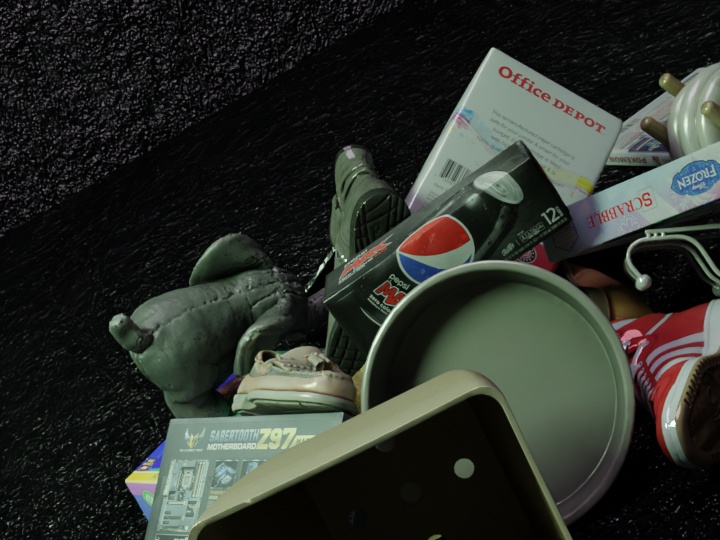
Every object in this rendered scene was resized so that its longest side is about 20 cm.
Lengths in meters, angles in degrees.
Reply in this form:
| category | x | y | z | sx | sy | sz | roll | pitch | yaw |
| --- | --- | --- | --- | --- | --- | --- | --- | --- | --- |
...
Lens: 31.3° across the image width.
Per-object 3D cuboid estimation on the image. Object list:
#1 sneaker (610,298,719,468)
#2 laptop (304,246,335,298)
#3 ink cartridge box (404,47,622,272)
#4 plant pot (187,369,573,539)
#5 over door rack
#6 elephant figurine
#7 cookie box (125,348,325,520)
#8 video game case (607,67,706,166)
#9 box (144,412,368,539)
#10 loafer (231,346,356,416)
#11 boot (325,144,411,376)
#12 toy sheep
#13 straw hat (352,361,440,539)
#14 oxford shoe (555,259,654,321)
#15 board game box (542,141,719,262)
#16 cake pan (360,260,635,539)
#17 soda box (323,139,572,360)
| category | x | y | z | sx | sy | sz | roll | pitch | yaw |
| --- | --- | --- | --- | --- | --- | --- | --- | --- | --- |
| sneaker | 0.216 | 0.086 | 0.941 | 0.112 | 0.072 | 0.200 | -12 | 17 | 30 |
| laptop | -0.045 | -0.003 | 1.360 | 0.201 | 0.103 | 0.177 | -56 | -23 | 12 |
| ink cartridge box | 0.125 | -0.069 | 1.197 | 0.201 | 0.144 | 0.145 | -60 | 0 | -21 |
| plant pot | 0.032 | 0.174 | 0.815 | 0.198 | 0.201 | 0.177 | -26 | 10 | 6 |
| over door rack | 0.310 | -0.020 | 1.018 | 0.198 | 0.067 | 0.148 | -17 | -5 | 9 |
| elephant figurine | -0.110 | 0.038 | 1.181 | 0.199 | 0.142 | 0.155 | -33 | 14 | -3 |
| cookie box | -0.089 | 0.159 | 1.182 | 0.170 | 0.076 | 0.200 | -7 | 29 | 44 |
| video game case | 0.381 | -0.176 | 1.456 | 0.199 | 0.023 | 0.182 | -35 | 20 | -20 |
| box | -0.083 | 0.193 | 0.991 | 0.199 | 0.051 | 0.159 | -8 | 64 | 40 |
| loafer | -0.056 | 0.086 | 1.035 | 0.200 | 0.071 | 0.064 | 159 | 125 | -66 |
| boot | 0.000 | 0.000 | 1.140 | 0.067 | 0.202 | 0.131 | 4 | 21 | -15 |
| toy sheep | 0.356 | -0.137 | 1.220 | 0.137 | 0.139 | 0.200 | -35 | 13 | -18 |
| straw hat | 0.034 | 0.111 | 1.021 | 0.200 | 0.085 | 0.202 | -35 | 31 | 25 |
| oxford shoe | 0.206 | 0.033 | 1.132 | 0.070 | 0.072 | 0.200 | 3 | 12 | -8 |
| board game box | 0.278 | -0.066 | 1.036 | 0.199 | 0.042 | 0.199 | -13 | -7 | -38 |
| cake pan | 0.100 | 0.094 | 0.931 | 0.199 | 0.202 | 0.037 | -24 | -9 | 14 |
| soda box | 0.067 | -0.017 | 1.023 | 0.199 | 0.064 | 0.071 | -36 | 15 | 11 |
